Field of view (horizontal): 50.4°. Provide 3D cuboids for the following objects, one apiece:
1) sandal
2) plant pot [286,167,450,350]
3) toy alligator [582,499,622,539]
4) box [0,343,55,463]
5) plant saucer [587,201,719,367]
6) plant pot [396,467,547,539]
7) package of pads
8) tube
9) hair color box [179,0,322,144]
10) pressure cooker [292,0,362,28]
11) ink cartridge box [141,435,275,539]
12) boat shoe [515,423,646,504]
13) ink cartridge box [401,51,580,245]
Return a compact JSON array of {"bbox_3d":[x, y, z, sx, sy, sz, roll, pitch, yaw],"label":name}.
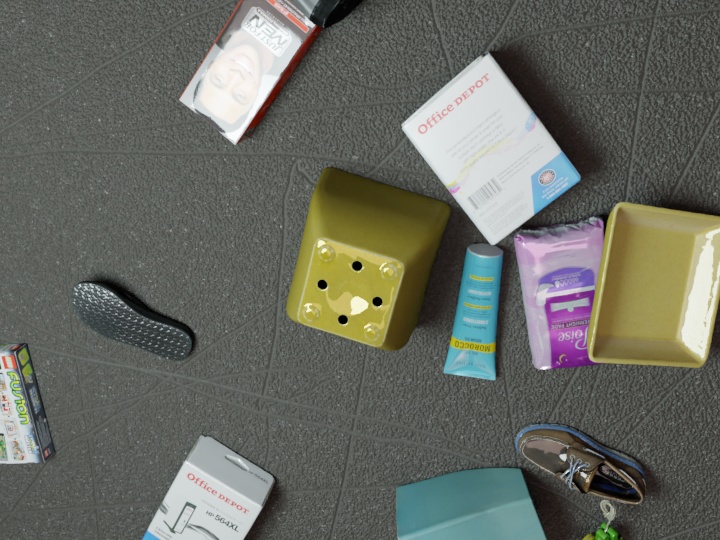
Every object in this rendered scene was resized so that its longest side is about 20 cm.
[{"bbox_3d":[-0.353,0.077,1.189,0.199,0.048,0.076,30,109,-14],"label":"sandal"},{"bbox_3d":[0.000,0.000,1.020,0.191,0.200,0.198,17,110,4],"label":"plant pot"},{"bbox_3d":[0.374,0.419,1.161,0.054,0.059,0.203,-13,122,-29],"label":"toy alligator"},{"bbox_3d":[-0.587,0.224,1.273,0.108,0.035,0.203,-4,106,10],"label":"box"},{"bbox_3d":[0.380,0.020,0.999,0.197,0.048,0.203,5,97,-22],"label":"plant saucer"},{"bbox_3d":[0.170,0.388,1.147,0.198,0.142,0.143,-22,103,8],"label":"plant pot"},{"bbox_3d":[0.282,0.032,1.048,0.119,0.076,0.203,-9,106,12],"label":"package of pads"},{"bbox_3d":[0.166,0.063,1.097,0.076,0.050,0.203,9,114,14],"label":"tube"},{"bbox_3d":[-0.145,-0.282,1.029,0.101,0.061,0.201,37,110,-4],"label":"hair color box"},{"bbox_3d":[-0.055,-0.418,0.915,0.200,0.178,0.176,48,68,-7],"label":"pressure cooker"},{"bbox_3d":[-0.250,0.395,1.245,0.145,0.084,0.202,30,110,-1],"label":"ink cartridge box"},{"bbox_3d":[0.325,0.284,1.121,0.197,0.072,0.073,16,109,4],"label":"boat shoe"},{"bbox_3d":[0.168,-0.161,1.003,0.144,0.085,0.201,-37,99,17],"label":"ink cartridge box"}]
